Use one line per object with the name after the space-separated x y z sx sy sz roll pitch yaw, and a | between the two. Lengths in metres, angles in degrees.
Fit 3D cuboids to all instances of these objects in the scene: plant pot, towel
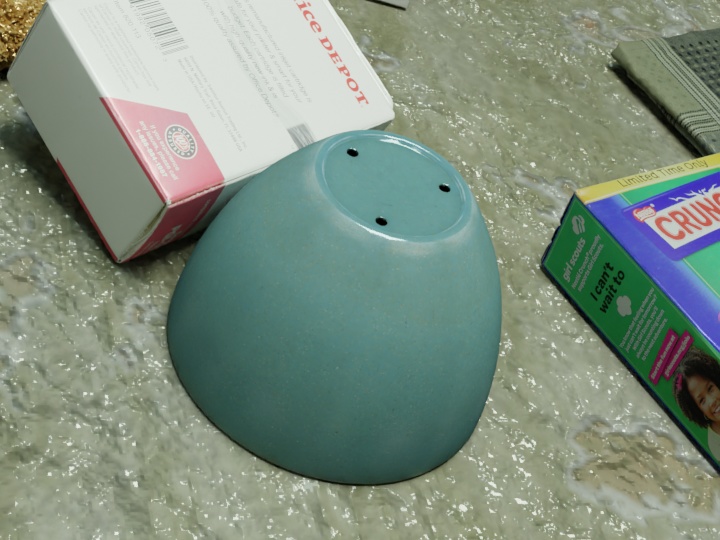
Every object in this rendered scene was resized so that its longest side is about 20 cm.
0.000 0.000 0.809 0.198 0.135 0.201 13 41 -11 | plant pot
0.330 -0.131 1.181 0.191 0.035 0.201 -13 54 -30 | towel

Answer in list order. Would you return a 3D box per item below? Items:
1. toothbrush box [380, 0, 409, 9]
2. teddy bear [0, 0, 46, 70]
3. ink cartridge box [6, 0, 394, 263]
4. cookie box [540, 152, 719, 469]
0.024 -0.340 1.175 0.085 0.147 0.201 14 40 -8 | toothbrush box
-0.241 -0.170 0.936 0.198 0.067 0.146 0 48 -23 | teddy bear
-0.097 -0.110 0.896 0.199 0.083 0.147 -25 79 -41 | ink cartridge box
0.248 0.020 0.941 0.170 0.076 0.200 -16 52 -35 | cookie box
